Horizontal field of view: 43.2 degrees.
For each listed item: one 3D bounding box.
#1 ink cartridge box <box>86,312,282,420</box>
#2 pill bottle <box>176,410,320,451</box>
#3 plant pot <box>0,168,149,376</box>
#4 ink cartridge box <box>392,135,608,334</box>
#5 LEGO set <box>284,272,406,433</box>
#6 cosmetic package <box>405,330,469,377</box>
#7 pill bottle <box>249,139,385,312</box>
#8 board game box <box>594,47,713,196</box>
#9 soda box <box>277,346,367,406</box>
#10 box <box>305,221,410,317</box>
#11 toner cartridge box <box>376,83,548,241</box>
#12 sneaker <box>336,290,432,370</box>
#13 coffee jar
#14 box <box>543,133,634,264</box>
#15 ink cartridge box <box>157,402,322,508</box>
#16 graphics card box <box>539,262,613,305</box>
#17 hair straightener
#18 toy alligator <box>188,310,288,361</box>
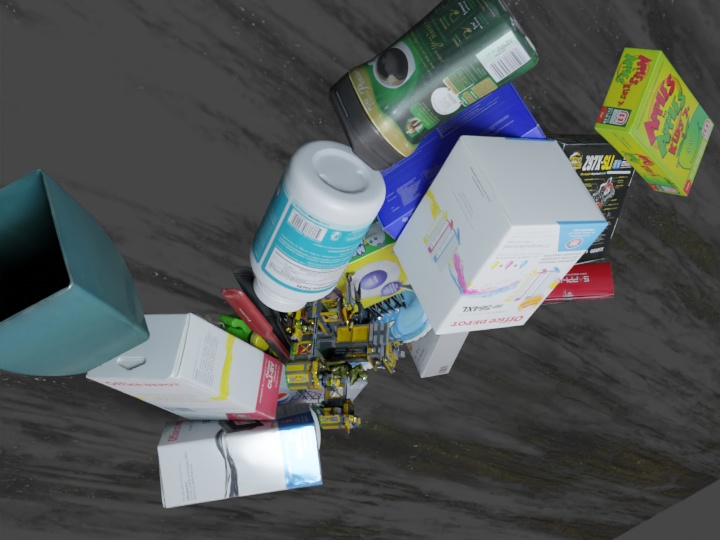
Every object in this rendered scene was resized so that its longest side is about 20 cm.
[{"bbox_3d":[-0.212,0.123,1.129,0.145,0.083,0.200,-4,157,29],"label":"ink cartridge box"},{"bbox_3d":[-0.167,0.254,1.363,0.200,0.112,0.112,-4,142,-28],"label":"pill bottle"},{"bbox_3d":[-0.313,0.025,0.937,0.141,0.141,0.200,-28,152,7],"label":"plant pot"},{"bbox_3d":[0.137,-0.028,0.970,0.128,0.125,0.200,-3,142,-30],"label":"ink cartridge box"},{"bbox_3d":[-0.009,0.114,1.141,0.116,0.154,0.200,-5,141,15],"label":"LEGO set"},{"bbox_3d":[0.116,0.063,1.295,0.051,0.083,0.200,-6,142,-20],"label":"cosmetic package"},{"bbox_3d":[-0.058,-0.041,1.019,0.111,0.111,0.200,0,141,-30],"label":"pill bottle"},{"bbox_3d":[0.357,-0.174,1.093,0.200,0.048,0.102,26,84,-49],"label":"board game box"},{"bbox_3d":[-0.095,0.153,1.303,0.200,0.068,0.063,2,141,-32],"label":"soda box"},{"bbox_3d":[0.000,0.000,1.169,0.200,0.048,0.117,-23,147,3],"label":"box"},{"bbox_3d":[0.098,-0.126,1.008,0.200,0.095,0.043,-33,146,15],"label":"toner cartridge box"},{"bbox_3d":[0.029,0.068,1.254,0.090,0.078,0.200,23,125,-42],"label":"sneaker"},{"bbox_3d":[0.066,-0.189,0.893,0.200,0.104,0.085,-34,142,17],"label":"coffee jar"},{"bbox_3d":[0.256,-0.085,1.103,0.200,0.049,0.160,-9,118,-47],"label":"box"},{"bbox_3d":[-0.158,0.238,1.191,0.200,0.084,0.145,-7,-177,-7],"label":"ink cartridge box"},{"bbox_3d":[0.239,0.023,1.238,0.125,0.051,0.200,-3,175,-13],"label":"graphics card box"},{"bbox_3d":[-0.100,0.061,1.157,0.041,0.077,0.200,-6,137,36],"label":"hair straightener"},{"bbox_3d":[-0.145,0.071,1.179,0.200,0.059,0.054,36,73,-51],"label":"toy alligator"}]
